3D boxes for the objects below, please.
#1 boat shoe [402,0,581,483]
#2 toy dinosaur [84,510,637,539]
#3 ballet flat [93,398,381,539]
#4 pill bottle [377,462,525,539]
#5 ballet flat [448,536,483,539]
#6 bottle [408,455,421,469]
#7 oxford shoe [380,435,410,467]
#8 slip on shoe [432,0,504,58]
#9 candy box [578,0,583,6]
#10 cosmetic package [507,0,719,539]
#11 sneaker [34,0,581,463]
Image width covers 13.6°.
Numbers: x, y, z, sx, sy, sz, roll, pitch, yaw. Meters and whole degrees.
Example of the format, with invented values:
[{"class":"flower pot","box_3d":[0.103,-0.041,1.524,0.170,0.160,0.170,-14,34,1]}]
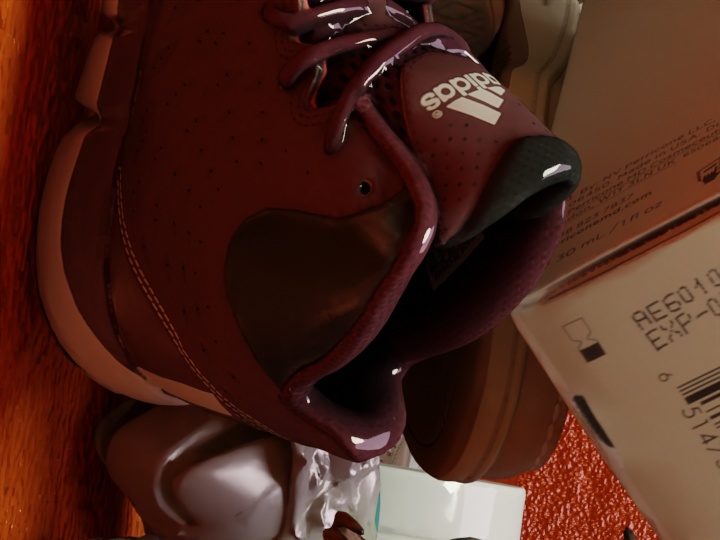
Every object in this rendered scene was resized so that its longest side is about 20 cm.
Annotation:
[{"class":"boat shoe","box_3d":[0.052,-0.010,0.715,0.200,0.065,0.072,-76,-174,-64]},{"class":"toy dinosaur","box_3d":[0.026,0.107,0.672,0.106,0.200,0.061,-40,-168,41]},{"class":"ballet flat","box_3d":[-0.033,0.014,0.689,0.072,0.071,0.201,-70,166,-60]},{"class":"pill bottle","box_3d":[-0.008,0.152,0.817,0.112,0.112,0.201,36,64,-83]},{"class":"ballet flat","box_3d":[-0.014,0.154,0.706,0.201,0.066,0.057,-58,-146,-5]},{"class":"bottle","box_3d":[0.005,0.101,1.073,0.084,0.065,0.201,90,11,-60]},{"class":"oxford shoe","box_3d":[-0.002,0.109,0.927,0.071,0.072,0.201,112,-7,-71]},{"class":"slip on shoe","box_3d":[-0.002,-0.077,0.763,0.200,0.074,0.062,94,0,-82]},{"class":"candy box","box_3d":[0.050,-0.060,1.035,0.200,0.115,0.056,-73,171,-52]},{"class":"cosmetic package","box_3d":[0.097,-0.014,0.651,0.104,0.073,0.200,54,24,-19]},{"class":"sneaker","box_3d":[0.004,-0.059,0.561,0.075,0.115,0.201,-7,111,-39]}]
